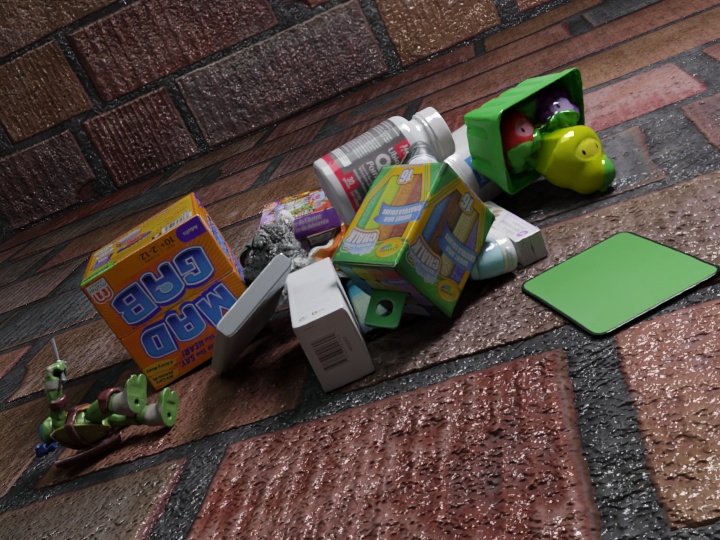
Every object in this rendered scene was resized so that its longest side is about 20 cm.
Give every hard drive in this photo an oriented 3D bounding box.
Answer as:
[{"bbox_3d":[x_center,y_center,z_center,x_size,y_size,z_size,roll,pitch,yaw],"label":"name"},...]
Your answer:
[{"bbox_3d":[-0.152,0.065,1.099,0.132,0.026,0.200,-52,-3,-24],"label":"hard drive"}]

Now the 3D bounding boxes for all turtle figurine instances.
[{"bbox_3d":[-0.351,0.164,1.102,0.194,0.144,0.200,-11,27,25],"label":"turtle figurine"}]

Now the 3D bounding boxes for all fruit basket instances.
[{"bbox_3d":[0.287,-0.199,1.205,0.215,0.156,0.216,-11,30,6],"label":"fruit basket"}]

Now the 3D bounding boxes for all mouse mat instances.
[{"bbox_3d":[0.292,0.010,0.927,0.161,0.008,0.200,-27,21,-5],"label":"mouse mat"}]

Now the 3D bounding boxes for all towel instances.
[{"bbox_3d":[0.056,0.027,1.147,0.147,0.022,0.200,-26,21,1],"label":"towel"}]

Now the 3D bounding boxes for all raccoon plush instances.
[{"bbox_3d":[-0.091,-0.027,1.227,0.134,0.097,0.200,20,45,3],"label":"raccoon plush"}]

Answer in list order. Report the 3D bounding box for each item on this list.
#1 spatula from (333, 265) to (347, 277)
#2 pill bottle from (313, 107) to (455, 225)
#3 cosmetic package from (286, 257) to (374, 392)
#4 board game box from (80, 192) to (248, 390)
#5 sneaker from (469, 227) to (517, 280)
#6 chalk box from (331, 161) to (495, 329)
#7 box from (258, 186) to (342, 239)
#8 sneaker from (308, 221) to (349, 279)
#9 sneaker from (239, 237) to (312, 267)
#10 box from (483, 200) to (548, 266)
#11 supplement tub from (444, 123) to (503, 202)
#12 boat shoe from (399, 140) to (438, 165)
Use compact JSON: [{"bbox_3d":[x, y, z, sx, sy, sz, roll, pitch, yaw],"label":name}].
[{"bbox_3d":[0.000,0.000,1.200,0.200,0.021,0.057,-19,50,21],"label":"spatula"},{"bbox_3d":[0.038,-0.163,1.210,0.200,0.111,0.111,-31,20,-5],"label":"pill bottle"},{"bbox_3d":[-0.043,0.065,1.050,0.074,0.102,0.200,-23,21,2],"label":"cosmetic package"},{"bbox_3d":[-0.293,0.025,1.275,0.200,0.200,0.200,-32,20,-3],"label":"board game box"},{"bbox_3d":[0.131,-0.034,1.116,0.082,0.074,0.200,-17,16,-19],"label":"sneaker"},{"bbox_3d":[0.059,-0.021,1.017,0.124,0.124,0.200,4,60,48],"label":"chalk box"},{"bbox_3d":[-0.106,-0.099,1.425,0.137,0.039,0.200,-18,17,1],"label":"box"},{"bbox_3d":[-0.025,-0.026,1.337,0.077,0.073,0.200,13,30,15],"label":"sneaker"},{"bbox_3d":[-0.166,-0.031,1.480,0.121,0.084,0.200,-20,19,-15],"label":"sneaker"},{"bbox_3d":[0.208,-0.057,1.149,0.039,0.041,0.200,-26,19,-3],"label":"box"},{"bbox_3d":[0.188,-0.175,1.341,0.200,0.132,0.132,-37,23,-30],"label":"supplement tub"},{"bbox_3d":[0.077,-0.099,1.155,0.072,0.200,0.071,10,48,-9],"label":"boat shoe"}]
